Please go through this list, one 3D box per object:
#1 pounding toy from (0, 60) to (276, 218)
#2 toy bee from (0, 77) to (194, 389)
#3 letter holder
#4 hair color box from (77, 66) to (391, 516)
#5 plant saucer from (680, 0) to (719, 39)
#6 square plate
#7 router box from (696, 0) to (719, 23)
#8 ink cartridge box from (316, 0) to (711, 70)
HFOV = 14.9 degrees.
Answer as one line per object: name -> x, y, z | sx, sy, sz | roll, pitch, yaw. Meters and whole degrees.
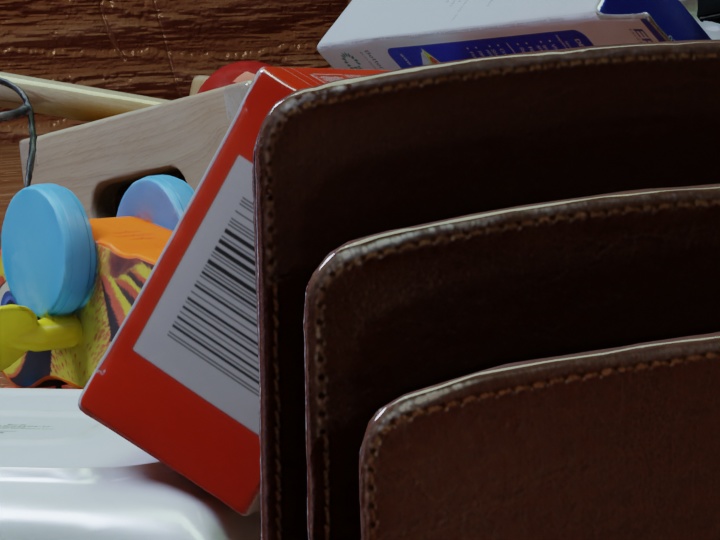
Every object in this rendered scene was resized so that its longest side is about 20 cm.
pounding toy -> -0.063, -0.040, 1.200 | 0.183, 0.143, 0.199 | -7, -2, -45
toy bee -> -0.093, 0.015, 1.006 | 0.130, 0.109, 0.200 | 3, 23, -18
letter holder -> 0.084, 0.024, 0.575 | 0.198, 0.143, 0.101 | -3, 5, -14
hair color box -> 0.000, 0.000, 0.833 | 0.064, 0.111, 0.200 | 32, 12, 14
plant saucer -> 0.094, -0.028, 1.033 | 0.200, 0.050, 0.200 | -33, 23, 16
square plate -> -0.105, 0.061, 0.849 | 0.198, 0.029, 0.198 | 0, 5, 15
router box -> 0.226, -0.101, 0.886 | 0.199, 0.051, 0.149 | 4, -8, -42
ink cartridge box -> 0.074, -0.059, 0.924 | 0.039, 0.099, 0.200 | -52, 26, -18
